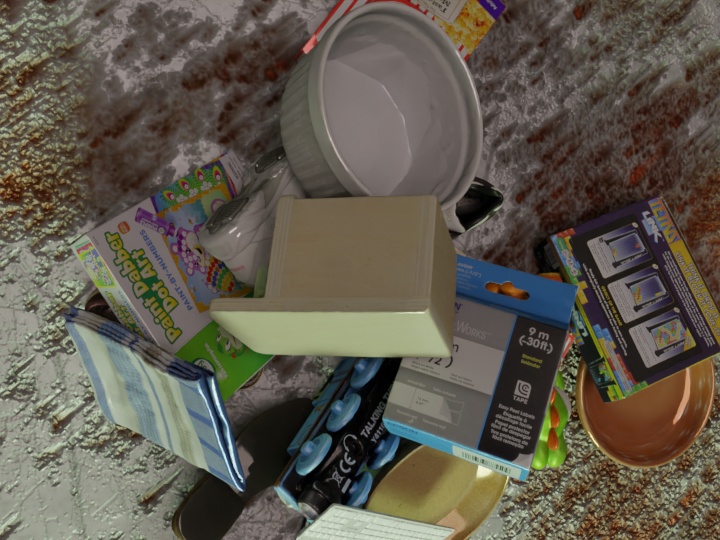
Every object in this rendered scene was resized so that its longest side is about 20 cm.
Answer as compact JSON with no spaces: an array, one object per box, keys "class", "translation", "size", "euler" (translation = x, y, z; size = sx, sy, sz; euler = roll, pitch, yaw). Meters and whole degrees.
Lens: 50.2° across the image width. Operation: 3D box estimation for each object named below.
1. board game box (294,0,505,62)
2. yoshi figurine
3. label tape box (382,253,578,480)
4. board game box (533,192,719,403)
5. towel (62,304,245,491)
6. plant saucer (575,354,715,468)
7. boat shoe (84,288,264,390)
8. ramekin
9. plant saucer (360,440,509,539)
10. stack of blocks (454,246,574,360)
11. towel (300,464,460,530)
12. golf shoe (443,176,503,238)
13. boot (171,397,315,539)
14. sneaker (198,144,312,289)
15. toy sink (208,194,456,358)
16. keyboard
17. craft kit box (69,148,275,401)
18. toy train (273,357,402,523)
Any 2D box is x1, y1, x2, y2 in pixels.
[{"class":"board game box","translation":[0.045,-0.264,0.853],"size":[0.151,0.046,0.201],"euler":[38,83,-14]},{"class":"yoshi figurine","translation":[0.178,0.109,0.834],"size":[0.110,0.112,0.204],"euler":[-8,79,24]},{"class":"label tape box","translation":[0.120,0.078,0.741],"size":[0.141,0.066,0.203],"euler":[16,72,16]},{"class":"board game box","translation":[0.322,0.030,0.910],"size":[0.163,0.057,0.203],"euler":[-19,78,-15]},{"class":"towel","translation":[-0.194,0.120,0.717],"size":[0.024,0.197,0.149],"euler":[-41,136,-39]},{"class":"plant saucer","translation":[0.353,0.143,0.964],"size":[0.196,0.037,0.205],"euler":[0,92,-16]},{"class":"boat shoe","translation":[-0.188,0.074,0.788],"size":[0.198,0.072,0.073],"euler":[28,85,-15]},{"class":"ramekin","translation":[0.014,-0.143,0.746],"size":[0.197,0.104,0.204],"euler":[6,80,-36]},{"class":"plant saucer","translation":[0.075,0.241,0.837],"size":[0.197,0.035,0.203],"euler":[-16,126,-23]},{"class":"stack of blocks","translation":[0.136,0.071,0.887],"size":[0.199,0.058,0.116],"euler":[34,83,-15]},{"class":"towel","translation":[0.031,0.283,0.888],"size":[0.197,0.022,0.149],"euler":[18,89,-18]},{"class":"golf shoe","translation":[0.064,-0.065,0.844],"size":[0.197,0.094,0.079],"euler":[-19,98,-12]},{"class":"boot","translation":[-0.123,0.209,0.822],"size":[0.199,0.075,0.074],"euler":[-39,96,-29]},{"class":"sneaker","translation":[-0.080,-0.059,0.783],"size":[0.201,0.077,0.100],"euler":[-54,125,-35]},{"class":"toy sink","translation":[-0.019,0.006,0.697],"size":[0.196,0.131,0.114],"euler":[-1,67,16]},{"class":"keyboard","translation":[0.021,0.263,0.770],"size":[0.056,0.011,0.199],"euler":[-40,138,21]},{"class":"craft kit box","translation":[-0.150,0.009,0.764],"size":[0.197,0.048,0.202],"euler":[-41,104,-40]},{"class":"toy train","translation":[-0.016,0.169,0.793],"size":[0.087,0.114,0.201],"euler":[43,56,-12]}]
